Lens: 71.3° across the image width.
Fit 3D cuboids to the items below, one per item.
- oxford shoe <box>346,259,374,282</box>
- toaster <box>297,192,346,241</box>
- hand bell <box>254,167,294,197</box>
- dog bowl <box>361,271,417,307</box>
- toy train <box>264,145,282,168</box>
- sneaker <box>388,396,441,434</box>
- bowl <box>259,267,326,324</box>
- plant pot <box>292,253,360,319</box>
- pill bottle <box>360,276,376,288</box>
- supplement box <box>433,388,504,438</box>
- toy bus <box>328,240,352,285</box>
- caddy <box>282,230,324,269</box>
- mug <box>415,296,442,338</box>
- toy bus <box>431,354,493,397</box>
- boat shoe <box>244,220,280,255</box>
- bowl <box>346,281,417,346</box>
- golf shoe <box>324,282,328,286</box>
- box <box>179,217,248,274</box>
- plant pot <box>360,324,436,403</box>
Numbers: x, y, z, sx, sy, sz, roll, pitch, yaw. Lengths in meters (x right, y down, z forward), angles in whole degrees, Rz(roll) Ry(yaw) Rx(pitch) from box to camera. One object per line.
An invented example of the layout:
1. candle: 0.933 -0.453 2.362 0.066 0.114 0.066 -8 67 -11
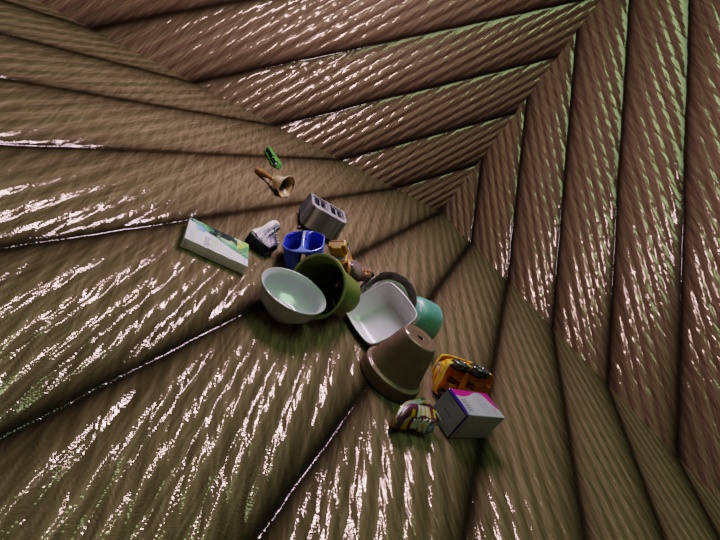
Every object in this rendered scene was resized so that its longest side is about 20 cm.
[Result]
1. oxford shoe: 0.000 0.000 1.721 0.073 0.072 0.200 -1 -6 13
2. toaster: -0.167 -0.223 2.147 0.181 0.119 0.200 27 22 -20
3. hand bell: -0.408 -0.421 2.284 0.200 0.104 0.104 30 17 23
4. dog bowl: 0.095 0.104 1.747 0.200 0.200 0.059 38 -2 5
5. toy train: -0.455 -0.590 2.621 0.056 0.042 0.200 32 18 -39
6. sneaker: 0.155 0.399 1.344 0.090 0.075 0.200 40 20 26
7. bowl: -0.204 0.088 1.419 0.201 0.090 0.201 26 25 -13
8. plant pot: -0.090 0.063 1.569 0.200 0.200 0.190 46 11 26
9. pill bottle: 0.084 0.078 1.887 0.116 0.116 0.200 45 22 23
10. supplement box: 0.322 0.431 1.504 0.200 0.103 0.101 17 26 -39
11. toy bus: -0.064 -0.019 1.756 0.065 0.200 0.078 -1 53 12
12. caddy: -0.195 -0.081 1.727 0.141 0.105 0.200 2 24 -3
13. mug: 0.208 0.179 1.802 0.114 0.152 0.185 27 18 -31
14. toy bus: 0.306 0.339 1.667 0.200 0.136 0.192 22 11 -28
15. boat shoe: -0.314 -0.108 1.737 0.093 0.075 0.200 44 28 2
16. bowl: 0.071 0.154 1.641 0.200 0.199 0.075 51 -14 40
17. golf shoe: -0.150 0.000 1.745 0.088 0.077 0.200 21 22 -14
18. box: -0.432 -0.076 1.505 0.200 0.036 0.144 27 22 -25
19. plant pot: 0.129 0.259 1.471 0.200 0.175 0.200 32 20 -13
